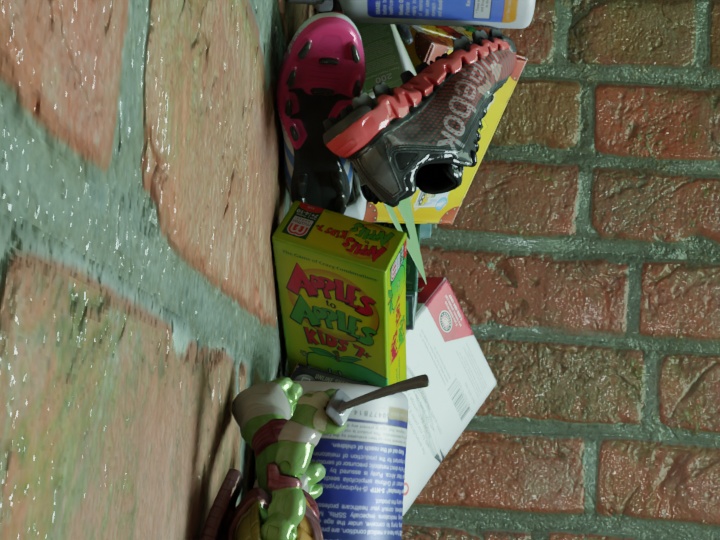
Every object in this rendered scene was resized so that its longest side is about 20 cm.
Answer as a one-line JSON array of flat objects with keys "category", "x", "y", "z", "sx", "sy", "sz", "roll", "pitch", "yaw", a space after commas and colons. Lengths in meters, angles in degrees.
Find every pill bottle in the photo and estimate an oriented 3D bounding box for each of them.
[{"category": "pill bottle", "x": -0.027, "y": 0.191, "z": 0.895, "sx": 0.120, "sy": 0.118, "sz": 0.203, "roll": 77, "pitch": 16, "yaw": -79}, {"category": "pill bottle", "x": 0.041, "y": -0.253, "z": 0.935, "sx": 0.112, "sy": 0.197, "sz": 0.114, "roll": 3, "pitch": 90, "yaw": -87}]

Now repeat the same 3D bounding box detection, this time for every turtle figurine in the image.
[{"category": "turtle figurine", "x": -0.009, "y": 0.141, "z": 0.713, "sx": 0.200, "sy": 0.144, "sz": 0.194, "roll": -46, "pitch": -157, "yaw": 4}]

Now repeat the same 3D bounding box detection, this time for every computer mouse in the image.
[{"category": "computer mouse", "x": -0.012, "y": -0.085, "z": 1.093, "sx": 0.200, "sy": 0.043, "sz": 0.111, "roll": 121, "pitch": -49, "yaw": -66}]

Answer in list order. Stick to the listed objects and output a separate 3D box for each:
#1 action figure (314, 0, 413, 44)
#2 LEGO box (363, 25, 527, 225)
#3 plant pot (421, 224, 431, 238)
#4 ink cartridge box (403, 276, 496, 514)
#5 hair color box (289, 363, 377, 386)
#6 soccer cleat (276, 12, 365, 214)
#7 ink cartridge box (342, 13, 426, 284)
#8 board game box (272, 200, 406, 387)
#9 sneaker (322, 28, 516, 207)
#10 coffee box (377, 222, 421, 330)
[{"category": "action figure", "x": 0.004, "y": -0.270, "z": 1.131, "sx": 0.201, "sy": 0.103, "sz": 0.195, "roll": 94, "pitch": 2, "yaw": -48}, {"category": "LEGO box", "x": 0.063, "y": -0.152, "z": 1.205, "sx": 0.077, "sy": 0.148, "sz": 0.202, "roll": 42, "pitch": -61, "yaw": 37}, {"category": "plant pot", "x": 0.028, "y": -0.104, "z": 1.470, "sx": 0.200, "sy": 0.132, "sz": 0.203, "roll": 4, "pitch": 90, "yaw": -86}, {"category": "ink cartridge box", "x": 0.036, "y": 0.125, "z": 1.182, "sx": 0.200, "sy": 0.083, "sz": 0.146, "roll": -48, "pitch": 123, "yaw": -36}, {"category": "hair color box", "x": -0.022, "y": 0.186, "z": 1.070, "sx": 0.061, "sy": 0.100, "sz": 0.202, "roll": -59, "pitch": 156, "yaw": -46}, {"category": "soccer cleat", "x": -0.037, "y": -0.133, "z": 0.953, "sx": 0.087, "sy": 0.069, "sz": 0.201, "roll": -100, "pitch": -168, "yaw": -45}, {"category": "ink cartridge box", "x": 0.038, "y": -0.112, "z": 1.007, "sx": 0.146, "sy": 0.047, "sz": 0.202, "roll": 58, "pitch": 16, "yaw": -54}, {"category": "board game box", "x": -0.014, "y": 0.039, "z": 1.008, "sx": 0.201, "sy": 0.100, "sz": 0.048, "roll": 87, "pitch": 26, "yaw": -48}, {"category": "sneaker", "x": 0.062, "y": -0.116, "z": 0.906, "sx": 0.098, "sy": 0.200, "sz": 0.071, "roll": 57, "pitch": -35, "yaw": -5}, {"category": "coffee box", "x": 0.000, "y": 0.000, "z": 1.169, "sx": 0.200, "sy": 0.121, "sz": 0.045, "roll": -83, "pitch": 174, "yaw": -68}]
